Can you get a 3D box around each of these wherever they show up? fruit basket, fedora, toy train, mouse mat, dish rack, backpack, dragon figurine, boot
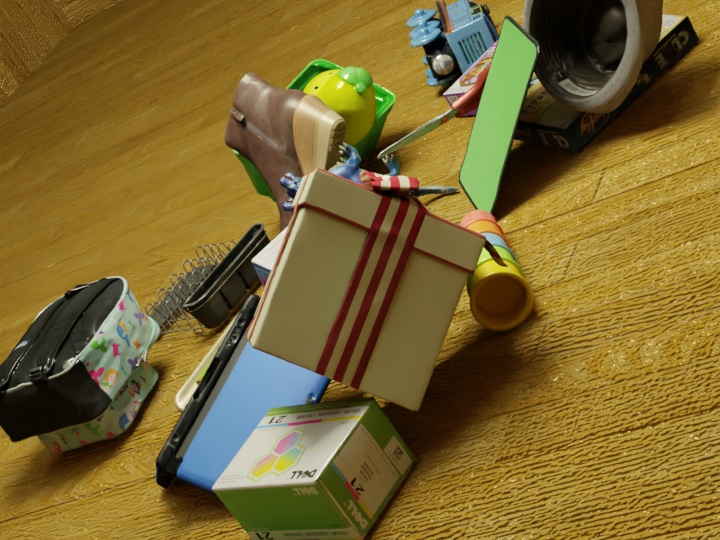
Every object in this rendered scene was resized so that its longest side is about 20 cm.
[{"bbox_3d":[-0.049,-0.192,1.946,0.154,0.217,0.216,27,56,21],"label":"fruit basket"},{"bbox_3d":[0.255,-0.262,1.611,0.089,0.178,0.201,-20,-30,-30],"label":"fedora"},{"bbox_3d":[0.128,-0.315,2.092,0.113,0.087,0.200,-22,21,8],"label":"toy train"},{"bbox_3d":[0.149,-0.167,1.681,0.161,0.007,0.203,-111,33,-67],"label":"mouse mat"},{"bbox_3d":[-0.203,0.019,1.940,0.199,0.055,0.154,-9,33,49],"label":"dish rack"},{"bbox_3d":[-0.327,0.107,1.813,0.176,0.151,0.201,-18,35,31],"label":"backpack"},{"bbox_3d":[0.006,-0.082,1.769,0.059,0.197,0.100,106,-177,-59],"label":"dragon figurine"},{"bbox_3d":[-0.100,-0.124,1.874,0.165,0.203,0.072,26,18,35],"label":"boot"}]

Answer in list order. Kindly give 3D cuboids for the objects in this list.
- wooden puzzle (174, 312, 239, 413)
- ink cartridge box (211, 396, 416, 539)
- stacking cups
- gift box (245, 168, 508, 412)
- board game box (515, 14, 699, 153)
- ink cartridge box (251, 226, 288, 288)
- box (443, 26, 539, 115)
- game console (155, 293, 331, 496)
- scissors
[{"bbox_3d":[-0.100,0.075,1.695,0.199,0.037,0.186,-14,31,44],"label":"wooden puzzle"},{"bbox_3d":[-0.065,0.208,1.317,0.147,0.076,0.200,-12,31,46],"label":"ink cartridge box"},{"bbox_3d":[0.128,-0.012,1.504,0.060,0.061,0.201,-30,21,12],"label":"stacking cups"},{"bbox_3d":[0.015,0.009,1.387,0.184,0.198,0.189,-162,93,-79],"label":"gift box"},{"bbox_3d":[0.265,-0.215,1.728,0.200,0.035,0.135,-42,27,-14],"label":"board game box"},{"bbox_3d":[0.000,0.000,1.603,0.136,0.077,0.199,-43,37,-21],"label":"ink cartridge box"},{"bbox_3d":[0.207,-0.249,1.891,0.137,0.039,0.199,-46,23,-20],"label":"box"},{"bbox_3d":[-0.109,0.141,1.544,0.201,0.117,0.171,-60,-2,-19],"label":"game console"},{"bbox_3d":[0.108,-0.178,1.782,0.199,0.073,0.014,-40,63,3],"label":"scissors"}]
